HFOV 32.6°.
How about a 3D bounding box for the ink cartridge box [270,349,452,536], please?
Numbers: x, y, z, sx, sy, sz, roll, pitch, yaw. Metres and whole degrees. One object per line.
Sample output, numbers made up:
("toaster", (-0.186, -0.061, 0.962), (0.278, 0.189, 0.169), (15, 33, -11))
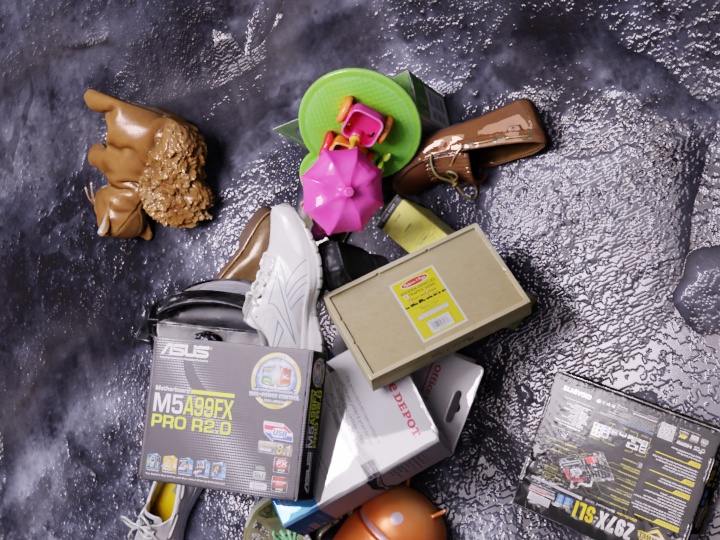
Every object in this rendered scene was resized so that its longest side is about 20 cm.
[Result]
("ink cartridge box", (-0.018, 0.184, 1.388), (0.199, 0.084, 0.146), (-29, 65, 4))

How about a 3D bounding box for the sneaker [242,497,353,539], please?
("sneaker", (-0.073, 0.301, 1.462), (0.200, 0.077, 0.089), (-48, 29, 27))

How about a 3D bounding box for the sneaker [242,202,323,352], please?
("sneaker", (-0.088, 0.025, 1.378), (0.074, 0.086, 0.202), (-147, 53, -68))

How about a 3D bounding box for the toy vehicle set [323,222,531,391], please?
("toy vehicle set", (0.073, 0.038, 1.371), (0.199, 0.027, 0.125), (-25, 57, -8))

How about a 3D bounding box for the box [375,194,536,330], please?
("box", (0.113, -0.011, 1.464), (0.200, 0.075, 0.050), (41, 102, 27))

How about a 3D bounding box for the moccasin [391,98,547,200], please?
("moccasin", (0.130, -0.133, 1.482), (0.200, 0.074, 0.078), (-19, 64, 17))

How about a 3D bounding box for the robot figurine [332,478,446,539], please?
("robot figurine", (0.022, 0.331, 1.428), (0.116, 0.144, 0.201), (35, 99, 2))

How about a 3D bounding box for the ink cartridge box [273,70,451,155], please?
("ink cartridge box", (0.003, -0.172, 1.537), (0.199, 0.104, 0.060), (-20, 71, 25))

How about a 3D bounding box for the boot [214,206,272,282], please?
("boot", (-0.141, 0.020, 1.605), (0.075, 0.074, 0.201), (29, 92, 24))

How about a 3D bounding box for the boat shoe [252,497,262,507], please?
("boat shoe", (-0.093, 0.251, 1.520), (0.071, 0.091, 0.201), (38, 100, 29))

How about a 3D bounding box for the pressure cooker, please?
("pressure cooker", (-0.164, 0.107, 1.499), (0.175, 0.201, 0.179), (-24, 43, -23))

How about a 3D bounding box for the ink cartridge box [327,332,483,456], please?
("ink cartridge box", (0.057, 0.136, 1.471), (0.199, 0.067, 0.117), (22, 91, 31))

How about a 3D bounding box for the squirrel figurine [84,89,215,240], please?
("squirrel figurine", (-0.294, -0.124, 1.679), (0.199, 0.141, 0.188), (24, 99, 33))

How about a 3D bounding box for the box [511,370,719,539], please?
("box", (0.282, 0.216, 1.342), (0.199, 0.049, 0.161), (19, 93, 30))

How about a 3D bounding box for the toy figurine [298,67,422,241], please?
("toy figurine", (-0.027, -0.102, 1.409), (0.149, 0.185, 0.200), (27, 128, -8))

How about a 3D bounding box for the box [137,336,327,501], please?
("box", (-0.141, 0.160, 1.350), (0.199, 0.044, 0.162), (4, 84, 22))

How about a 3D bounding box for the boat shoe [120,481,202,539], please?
("boat shoe", (-0.266, 0.325, 1.606), (0.074, 0.086, 0.203), (27, 94, 30))

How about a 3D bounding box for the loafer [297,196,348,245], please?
("loafer", (-0.057, -0.024, 1.560), (0.069, 0.075, 0.201), (21, 91, 34))

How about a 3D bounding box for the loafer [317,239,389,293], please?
("loafer", (0.000, 0.000, 1.452), (0.070, 0.201, 0.069), (-16, 74, 12))
